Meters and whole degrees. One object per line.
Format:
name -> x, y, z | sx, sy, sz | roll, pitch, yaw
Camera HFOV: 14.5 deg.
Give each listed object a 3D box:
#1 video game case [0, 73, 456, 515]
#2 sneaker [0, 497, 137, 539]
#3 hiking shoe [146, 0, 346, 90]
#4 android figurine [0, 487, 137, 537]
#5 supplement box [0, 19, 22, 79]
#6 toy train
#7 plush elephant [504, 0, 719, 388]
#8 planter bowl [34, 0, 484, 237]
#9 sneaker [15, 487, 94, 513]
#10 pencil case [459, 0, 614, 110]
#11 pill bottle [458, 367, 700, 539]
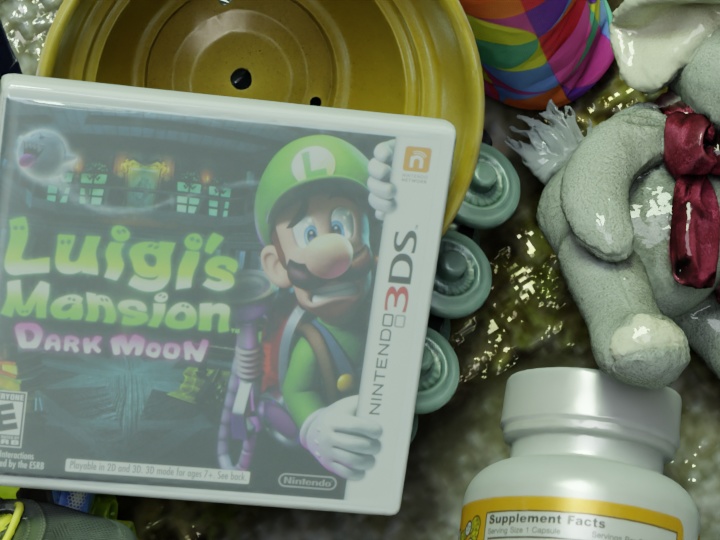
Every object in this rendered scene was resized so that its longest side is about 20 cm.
video game case -> -0.068, 0.014, 1.242 | 0.199, 0.023, 0.182 | 5, 105, -10
sneaker -> -0.196, 0.122, 1.258 | 0.199, 0.085, 0.075 | -1, 38, 11
hiking shoe -> -0.083, -0.108, 1.352 | 0.199, 0.074, 0.087 | -22, 89, -4
android figurine -> -0.180, 0.159, 1.312 | 0.199, 0.041, 0.182 | 6, 39, 20
supplement box -> -0.283, -0.124, 1.400 | 0.200, 0.109, 0.110 | 29, 73, 12
toy train -> 0.000, 0.000, 1.343 | 0.114, 0.085, 0.200 | 25, 60, -8
plush elephant -> 0.168, -0.050, 1.329 | 0.155, 0.164, 0.200 | -47, 51, 21
planter bowl -> -0.050, -0.079, 1.274 | 0.200, 0.083, 0.201 | -3, 107, -9
sneaker -> -0.097, 0.045, 1.347 | 0.089, 0.079, 0.200 | 30, 58, -5
pencil case -> 0.072, -0.143, 1.343 | 0.088, 0.200, 0.089 | -3, 74, 10
pill bottle -> 0.097, 0.151, 1.304 | 0.112, 0.113, 0.201 | 6, 75, 5
